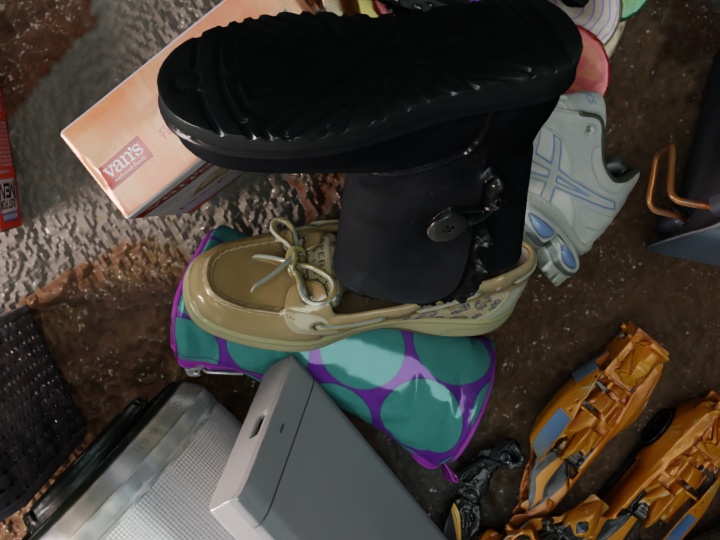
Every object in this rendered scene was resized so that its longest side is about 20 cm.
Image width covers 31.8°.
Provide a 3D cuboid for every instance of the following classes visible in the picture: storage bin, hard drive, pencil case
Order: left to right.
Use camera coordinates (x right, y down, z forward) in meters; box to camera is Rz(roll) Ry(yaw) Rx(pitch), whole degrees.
[{"bbox_3d":[-0.249,0.098,0.717,0.135,0.200,0.094,-24,95,2],"label":"storage bin"},{"bbox_3d":[-0.017,0.050,0.772,0.199,0.085,0.093,22,81,-2],"label":"pencil case"},{"bbox_3d":[0.003,0.157,0.700,0.027,0.132,0.200,-30,109,23],"label":"hard drive"},{"bbox_3d":[0.243,-0.074,0.714,0.145,0.200,0.135,11,85,-1],"label":"storage bin"}]

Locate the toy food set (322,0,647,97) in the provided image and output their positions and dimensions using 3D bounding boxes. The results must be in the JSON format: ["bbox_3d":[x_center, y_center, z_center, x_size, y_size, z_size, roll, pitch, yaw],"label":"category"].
[{"bbox_3d":[0.075,-0.178,0.764,0.199,0.049,0.199,-16,96,1],"label":"toy food set"}]

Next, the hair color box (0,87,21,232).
[{"bbox_3d":[-0.279,-0.117,0.762,0.110,0.064,0.201,-7,95,-1],"label":"hair color box"}]

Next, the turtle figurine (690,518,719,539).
[{"bbox_3d":[0.227,0.216,0.778,0.100,0.150,0.200,32,55,13],"label":"turtle figurine"}]

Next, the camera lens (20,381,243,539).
[{"bbox_3d":[-0.094,0.179,0.748,0.200,0.160,0.160,44,94,-5],"label":"camera lens"}]

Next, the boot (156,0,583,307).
[{"bbox_3d":[0.002,-0.042,0.608,0.199,0.169,0.077,-12,54,-18],"label":"boot"}]

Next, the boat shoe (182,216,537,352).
[{"bbox_3d":[0.000,0.000,0.716,0.199,0.063,0.074,-4,64,-16],"label":"boat shoe"}]

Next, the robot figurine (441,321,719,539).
[{"bbox_3d":[0.144,0.140,0.795,0.145,0.058,0.200,38,94,-6],"label":"robot figurine"}]

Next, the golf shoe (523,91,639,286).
[{"bbox_3d":[0.090,-0.082,0.730,0.097,0.078,0.200,-44,133,5],"label":"golf shoe"}]

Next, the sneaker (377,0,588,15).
[{"bbox_3d":[0.040,-0.164,0.707,0.199,0.070,0.100,-9,99,1],"label":"sneaker"}]

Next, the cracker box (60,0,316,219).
[{"bbox_3d":[-0.073,-0.091,0.696,0.134,0.200,0.058,-38,91,4],"label":"cracker box"}]
